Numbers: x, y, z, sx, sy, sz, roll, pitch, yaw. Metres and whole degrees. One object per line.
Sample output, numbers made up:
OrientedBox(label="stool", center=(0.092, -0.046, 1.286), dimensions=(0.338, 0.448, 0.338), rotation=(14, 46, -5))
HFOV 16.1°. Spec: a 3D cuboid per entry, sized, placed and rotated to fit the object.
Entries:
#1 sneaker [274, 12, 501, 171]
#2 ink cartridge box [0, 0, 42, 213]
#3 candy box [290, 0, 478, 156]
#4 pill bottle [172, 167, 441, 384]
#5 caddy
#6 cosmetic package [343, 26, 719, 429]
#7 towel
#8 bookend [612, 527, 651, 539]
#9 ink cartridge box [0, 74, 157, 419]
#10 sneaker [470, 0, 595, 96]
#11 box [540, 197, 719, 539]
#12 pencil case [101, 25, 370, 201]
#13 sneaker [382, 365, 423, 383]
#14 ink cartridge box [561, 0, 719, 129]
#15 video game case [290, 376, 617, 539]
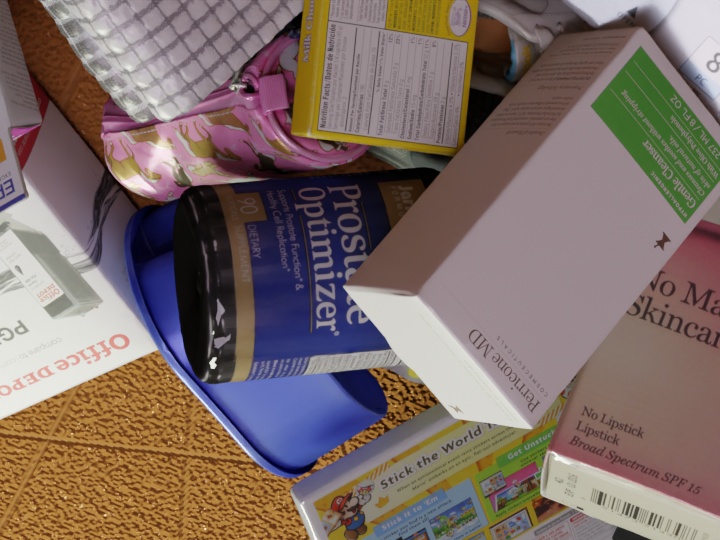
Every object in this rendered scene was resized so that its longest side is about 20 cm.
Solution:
OrientedBox(label="sneaker", center=(-0.008, -0.110, 1.495), dimensions=(0.200, 0.070, 0.082), rotation=(38, 132, -13))
OrientedBox(label="ink cartridge box", center=(-0.278, -0.085, 1.481), dimensions=(0.196, 0.201, 0.043), rotation=(-27, 159, 25))
OrientedBox(label="candy box", center=(0.019, -0.167, 1.378), dimensions=(0.102, 0.026, 0.201), rotation=(6, 90, -30))
OrientedBox(label="pill bottle", center=(0.000, 0.000, 1.433), dimensions=(0.199, 0.112, 0.112), rotation=(-6, 129, -14))
OrientedBox(label="caddy", center=(-0.068, 0.035, 1.567), dimensions=(0.105, 0.142, 0.200), rotation=(-28, 119, 21))
OrientedBox(label="cosmetic package", center=(0.100, -0.024, 1.365), dimensions=(0.108, 0.200, 0.085), rotation=(47, 160, -23))
OrientedBox(label="towel", center=(-0.096, -0.202, 1.371), dimensions=(0.166, 0.200, 0.085), rotation=(53, 157, -22))
OrientedBox(label="bookend", center=(0.246, 0.201, 1.635), dimensions=(0.199, 0.092, 0.199), rotation=(0, 134, -27))
OrientedBox(label="ink cartridge box", center=(-0.226, -0.018, 1.582), dimensions=(0.146, 0.083, 0.200), rotation=(-24, 121, 23))
OrientedBox(label="sneaker", center=(0.116, -0.131, 1.455), dimensions=(0.199, 0.081, 0.077), rotation=(4, 126, 2))
OrientedBox(label="box", center=(0.199, 0.054, 1.483), dimensions=(0.127, 0.201, 0.109), rotation=(21, 163, 9))
OrientedBox(label="pencil case", center=(-0.073, -0.088, 1.460), dimensions=(0.087, 0.083, 0.200), rotation=(54, 150, -17))
OrientedBox(label="sneaker", center=(0.081, -0.014, 1.543), dimensions=(0.076, 0.076, 0.200), rotation=(33, 108, -27))
OrientedBox(label="ink cartridge box", center=(0.199, -0.200, 1.366), dimensions=(0.160, 0.047, 0.200), rotation=(41, 113, -1))
OrientedBox(label="video game case", center=(0.071, 0.158, 1.601), dimensions=(0.199, 0.023, 0.183), rotation=(-28, 124, -10))
